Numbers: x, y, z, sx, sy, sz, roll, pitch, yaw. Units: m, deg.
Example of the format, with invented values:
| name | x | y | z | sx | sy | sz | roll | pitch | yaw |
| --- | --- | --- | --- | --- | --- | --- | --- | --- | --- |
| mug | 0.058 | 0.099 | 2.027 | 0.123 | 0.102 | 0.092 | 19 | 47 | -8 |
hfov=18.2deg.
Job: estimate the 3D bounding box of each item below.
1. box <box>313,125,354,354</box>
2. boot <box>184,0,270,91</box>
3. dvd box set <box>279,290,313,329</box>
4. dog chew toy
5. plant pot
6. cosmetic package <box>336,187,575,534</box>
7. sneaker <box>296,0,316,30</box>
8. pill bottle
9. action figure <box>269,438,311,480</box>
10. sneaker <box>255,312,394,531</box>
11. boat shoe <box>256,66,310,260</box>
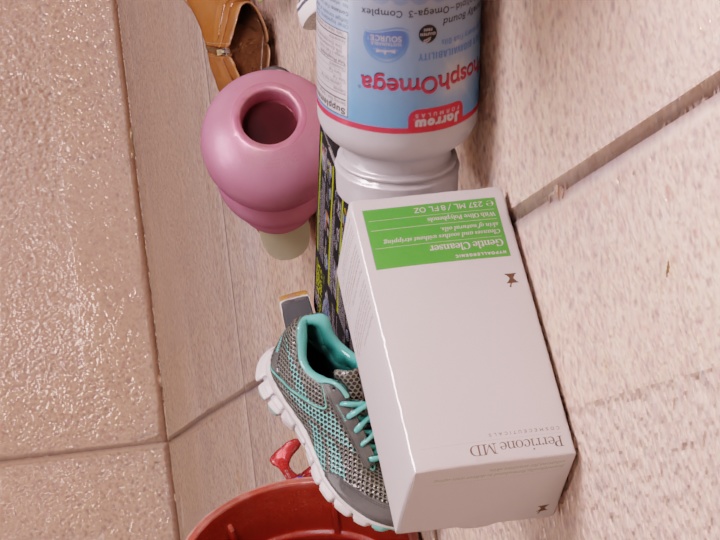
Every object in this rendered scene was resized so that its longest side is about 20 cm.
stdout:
| name | x | y | z | sx | sy | sz | roll | pitch | yaw |
| --- | --- | --- | --- | --- | --- | --- | --- | --- | --- |
| box | 0.000 | 0.000 | 1.832 | 0.161 | 0.044 | 0.201 | -109 | 17 | -50 |
| boot | -0.133 | -0.270 | 2.307 | 0.155 | 0.073 | 0.201 | -171 | 64 | -80 |
| dvd box set | -0.043 | 0.092 | 2.012 | 0.200 | 0.029 | 0.147 | -150 | 46 | -88 |
| dog chew toy | -0.078 | -0.095 | 2.000 | 0.200 | 0.124 | 0.125 | 91 | 169 | -69 |
| plant pot | -0.039 | 0.310 | 1.864 | 0.201 | 0.200 | 0.196 | -113 | 12 | -56 |
| cosmetic package | 0.057 | 0.056 | 1.410 | 0.085 | 0.107 | 0.201 | 101 | 158 | -54 |
| sneaker | 0.004 | -0.232 | 1.604 | 0.200 | 0.078 | 0.080 | 150 | 109 | -66 |
| pill bottle | 0.025 | -0.143 | 1.462 | 0.109 | 0.108 | 0.201 | -115 | 22 | -59 |
| action figure | -0.018 | 0.223 | 1.998 | 0.066 | 0.052 | 0.200 | 59 | 176 | -39 |
| sneaker | -0.009 | 0.116 | 1.755 | 0.200 | 0.077 | 0.091 | 49 | 142 | 22 |
| boat shoe | -0.078 | -0.108 | 2.116 | 0.063 | 0.071 | 0.201 | -98 | 3 | -57 |
